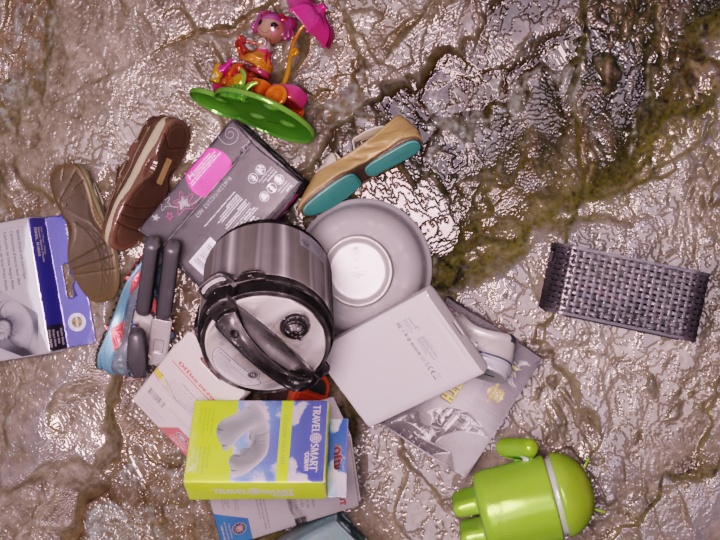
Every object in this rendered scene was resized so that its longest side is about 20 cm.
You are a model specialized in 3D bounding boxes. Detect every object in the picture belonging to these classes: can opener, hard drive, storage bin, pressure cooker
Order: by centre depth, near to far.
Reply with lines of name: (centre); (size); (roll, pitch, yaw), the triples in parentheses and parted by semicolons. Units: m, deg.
pressure cooker: (-0.119, 0.052, 1.358); (0.174, 0.201, 0.180); (4, 126, -7)
hard drive: (0.051, 0.116, 1.420); (0.199, 0.027, 0.132); (-30, 101, 33)
storage bin: (0.347, 0.028, 1.440); (0.198, 0.135, 0.095); (13, 92, 4)
can opener: (-0.278, 0.053, 1.448); (0.053, 0.067, 0.201); (11, 121, -4)

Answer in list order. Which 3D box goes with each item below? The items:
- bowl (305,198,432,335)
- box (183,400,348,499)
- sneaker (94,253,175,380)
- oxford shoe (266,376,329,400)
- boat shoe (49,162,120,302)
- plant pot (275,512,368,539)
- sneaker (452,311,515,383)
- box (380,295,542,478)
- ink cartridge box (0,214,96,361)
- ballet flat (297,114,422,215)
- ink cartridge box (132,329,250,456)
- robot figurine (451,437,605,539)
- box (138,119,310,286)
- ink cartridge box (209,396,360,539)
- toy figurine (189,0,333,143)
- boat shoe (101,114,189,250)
bowl: (0.000, 0.000, 1.493); (0.199, 0.090, 0.203); (0, 92, 4)
box: (-0.116, 0.226, 1.365); (0.198, 0.048, 0.123); (-1, 51, 2)
sneaker: (-0.301, 0.061, 1.536); (0.095, 0.079, 0.201); (22, 102, -6)
oxford shoe: (-0.106, 0.215, 1.529); (0.071, 0.073, 0.201); (15, 109, -36)
boat shoe: (-0.386, -0.056, 1.545); (0.073, 0.063, 0.202); (-18, 95, 9)
plant pot: (-0.058, 0.441, 1.467); (0.196, 0.196, 0.200); (43, 86, 2)
sneaker: (0.112, 0.091, 1.457); (0.199, 0.073, 0.071); (18, 64, 8)
box: (0.133, 0.161, 1.506); (0.158, 0.048, 0.201); (33, 94, 4)
ink cartridge box: (-0.497, 0.028, 1.560); (0.198, 0.041, 0.201); (-10, 91, 5)
ballet flat: (-0.008, -0.149, 1.510); (0.199, 0.069, 0.063); (-30, 66, 1)
ink cartridge box: (-0.218, 0.155, 1.473); (0.117, 0.067, 0.200); (46, 134, 2)
robot figurine: (0.226, 0.317, 1.469); (0.199, 0.116, 0.177); (-15, 91, 5)
box: (-0.183, -0.088, 1.493); (0.132, 0.115, 0.200); (42, 97, 1)
ink cartridge box: (-0.110, 0.272, 1.459); (0.199, 0.084, 0.145); (-14, 127, -11)
toy figurine: (-0.119, -0.297, 1.495); (0.199, 0.150, 0.185); (16, 79, 28)
boat shoe: (-0.313, -0.125, 1.521); (0.075, 0.075, 0.203); (20, 77, 36)
